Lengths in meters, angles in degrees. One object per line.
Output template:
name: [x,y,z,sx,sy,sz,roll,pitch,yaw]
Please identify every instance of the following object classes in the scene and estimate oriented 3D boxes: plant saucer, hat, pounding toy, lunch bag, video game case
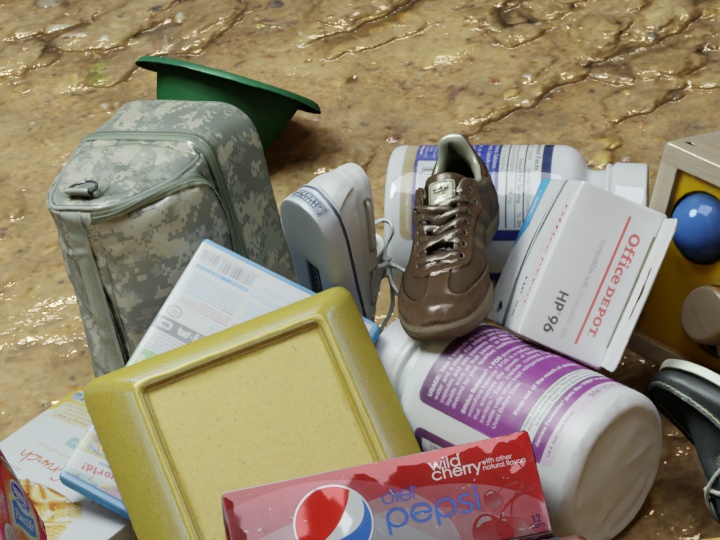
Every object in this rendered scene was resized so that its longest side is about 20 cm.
plant saucer: [-0.063,0.119,1.433,0.199,0.049,0.201,-21,68,-9]
hat: [-0.138,-0.082,1.878,0.165,0.177,0.200,13,-1,26]
pounding toy: [0.278,0.031,1.517,0.184,0.201,0.142,28,27,35]
lunch bag: [-0.149,-0.006,1.607,0.138,0.201,0.168,6,33,31]
video game case: [-0.095,0.091,1.483,0.142,0.018,0.201,26,68,11]

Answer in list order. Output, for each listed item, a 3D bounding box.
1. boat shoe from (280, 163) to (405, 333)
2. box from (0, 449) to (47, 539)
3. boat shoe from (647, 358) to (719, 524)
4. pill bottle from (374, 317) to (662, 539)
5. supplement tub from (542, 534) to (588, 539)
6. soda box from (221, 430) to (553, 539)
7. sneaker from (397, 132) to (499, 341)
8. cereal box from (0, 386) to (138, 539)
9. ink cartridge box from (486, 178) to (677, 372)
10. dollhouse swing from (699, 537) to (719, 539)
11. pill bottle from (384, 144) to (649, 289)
boat shoe: [-0.003,-0.003,1.568,0.086,0.203,0.074,-37,52,-23]
box: [-0.304,0.194,1.373,0.199,0.100,0.096,-18,44,3]
boat shoe: [0.254,0.136,1.411,0.067,0.072,0.200,-36,65,-17]
pill bottle: [0.098,0.102,1.483,0.199,0.113,0.112,25,44,37]
supplement tub: [0.053,0.228,1.307,0.198,0.108,0.107,-10,34,-7]
soda box: [0.015,0.159,1.358,0.198,0.063,0.070,-11,69,-6]
sneaker: [0.056,-0.025,1.529,0.070,0.076,0.200,-11,27,13]
cereal box: [-0.215,0.167,1.498,0.143,0.040,0.200,22,42,34]
ink cartridge box: [0.151,0.000,1.516,0.067,0.117,0.200,23,0,-6]
dollhouse swing: [0.192,0.267,1.186,0.198,0.183,0.176,-6,16,-1]
pill bottle: [0.123,-0.038,1.680,0.198,0.120,0.120,1,34,9]
